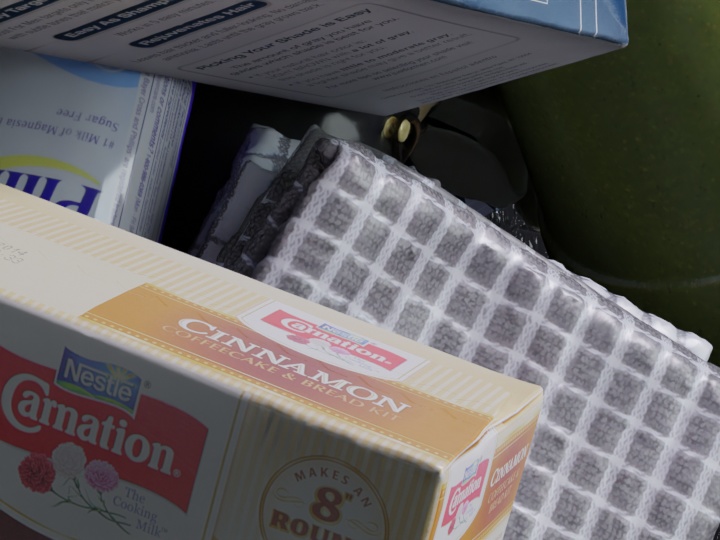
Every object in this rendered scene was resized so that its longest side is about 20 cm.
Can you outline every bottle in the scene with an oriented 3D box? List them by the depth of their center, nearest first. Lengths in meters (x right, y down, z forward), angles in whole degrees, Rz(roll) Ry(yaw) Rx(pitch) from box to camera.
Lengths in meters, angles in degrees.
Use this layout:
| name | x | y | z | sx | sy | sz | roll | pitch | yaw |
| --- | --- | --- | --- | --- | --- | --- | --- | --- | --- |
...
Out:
| name | x | y | z | sx | sy | sz | roll | pitch | yaw |
| --- | --- | --- | --- | --- | --- | --- | --- | --- | --- |
| bottle | -0.101 | 0.007 | 0.673 | 0.065 | 0.083 | 0.201 | 71 | 29 | -67 |

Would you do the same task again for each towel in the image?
| name | x | y | z | sx | sy | sz | roll | pitch | yaw |
| --- | --- | --- | --- | --- | --- | --- | --- | --- | --- |
| towel | 0.005 | 0.076 | 0.678 | 0.201 | 0.165 | 0.086 | -62 | -170 | -8 |

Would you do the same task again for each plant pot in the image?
| name | x | y | z | sx | sy | sz | roll | pitch | yaw |
| --- | --- | --- | --- | --- | --- | --- | --- | --- | --- |
| plant pot | 0.112 | -0.088 | 0.777 | 0.190 | 0.199 | 0.200 | 58 | 32 | -29 |

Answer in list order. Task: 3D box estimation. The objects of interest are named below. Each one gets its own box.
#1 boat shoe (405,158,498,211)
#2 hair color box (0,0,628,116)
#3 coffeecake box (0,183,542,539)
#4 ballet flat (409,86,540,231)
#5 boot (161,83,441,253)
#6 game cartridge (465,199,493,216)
| name | x | y | z | sx | sy | sz | roll | pitch | yaw |
| --- | --- | --- | --- | --- | --- | --- | --- | --- | --- |
| boat shoe | 0.011 | -0.058 | 0.963 | 0.069 | 0.084 | 0.201 | -47 | 129 | -65 |
| hair color box | -0.033 | -0.090 | 0.630 | 0.199 | 0.100 | 0.061 | 6 | 76 | -43 |
| coffeecake box | -0.063 | 0.099 | 0.559 | 0.073 | 0.153 | 0.201 | -27 | 135 | -66 |
| ballet flat | 0.053 | -0.054 | 0.895 | 0.200 | 0.068 | 0.073 | 15 | 52 | -51 |
| boot | 0.000 | 0.000 | 0.762 | 0.073 | 0.199 | 0.151 | 169 | -60 | -79 |
| game cartridge | 0.103 | -0.079 | 1.039 | 0.130 | 0.200 | 0.039 | 10 | 52 | -64 |
